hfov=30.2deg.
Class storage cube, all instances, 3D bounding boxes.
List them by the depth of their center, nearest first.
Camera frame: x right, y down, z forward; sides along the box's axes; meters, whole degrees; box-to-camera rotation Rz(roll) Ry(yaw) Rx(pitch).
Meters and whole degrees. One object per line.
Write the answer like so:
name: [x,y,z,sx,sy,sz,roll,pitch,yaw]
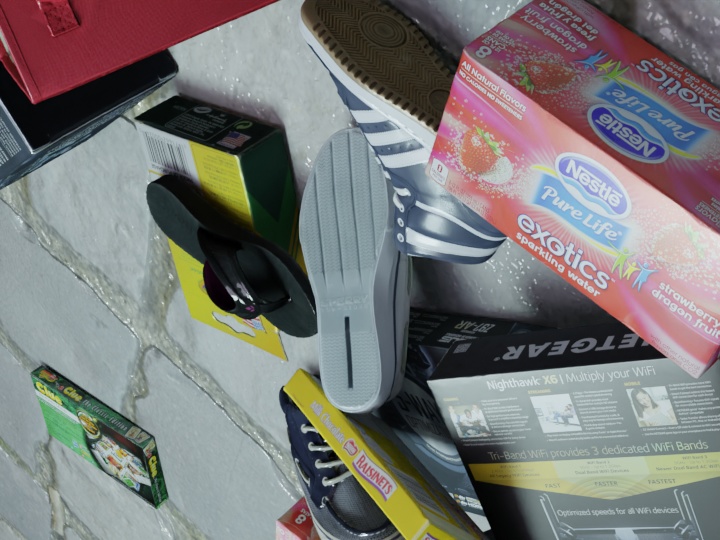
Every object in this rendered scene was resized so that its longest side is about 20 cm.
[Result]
storage cube: [-0.165,-0.227,0.821,0.200,0.180,0.171,41,154,64]

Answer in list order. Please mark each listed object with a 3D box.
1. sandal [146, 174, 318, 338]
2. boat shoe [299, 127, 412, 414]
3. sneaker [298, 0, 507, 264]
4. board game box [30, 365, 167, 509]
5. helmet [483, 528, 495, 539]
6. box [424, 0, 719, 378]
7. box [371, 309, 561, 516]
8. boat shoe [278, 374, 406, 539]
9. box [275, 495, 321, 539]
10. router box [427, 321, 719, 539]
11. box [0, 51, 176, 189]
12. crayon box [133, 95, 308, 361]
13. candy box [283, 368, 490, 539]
sandal: [-0.104,-0.001,1.014,0.200,0.048,0.075,34,144,32]
boat shoe: [0.000,0.000,0.951,0.073,0.067,0.200,4,92,24]
sneaker: [0.027,-0.086,0.863,0.200,0.070,0.109,42,143,11]
board game box: [-0.306,0.193,1.554,0.200,0.023,0.105,27,141,32]
helmet: [0.124,0.296,0.990,0.191,0.200,0.200,31,152,-21]
box: [0.145,-0.052,0.729,0.200,0.095,0.100,39,143,19]
box: [0.084,0.110,0.995,0.200,0.044,0.160,7,126,47]
boat shoe: [-0.021,0.159,1.094,0.200,0.075,0.093,38,148,62]
box: [-0.013,0.280,1.214,0.095,0.103,0.200,34,143,26]
router box: [0.162,0.113,0.850,0.200,0.052,0.157,-8,116,34]
box: [-0.272,-0.146,1.094,0.200,0.148,0.107,-19,105,55]
crayon box: [-0.105,-0.033,1.084,0.127,0.051,0.200,22,135,38]
candy box: [0.024,0.144,0.933,0.102,0.026,0.200,40,-178,-37]
